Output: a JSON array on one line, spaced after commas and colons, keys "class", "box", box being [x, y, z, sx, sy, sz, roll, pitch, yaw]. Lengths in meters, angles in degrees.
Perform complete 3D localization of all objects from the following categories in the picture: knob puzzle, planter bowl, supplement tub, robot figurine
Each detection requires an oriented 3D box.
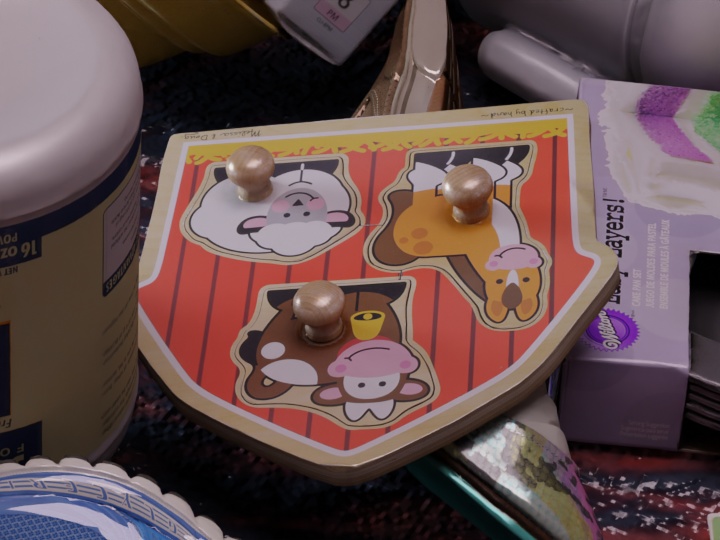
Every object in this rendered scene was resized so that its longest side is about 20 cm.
[{"class": "knob puzzle", "box": [0.000, 0.000, 1.088, 0.218, 0.031, 0.220, -6, 41, 5]}, {"class": "planter bowl", "box": [-0.129, -0.148, 1.274, 0.083, 0.200, 0.201, -43, 48, 7]}, {"class": "supplement tub", "box": [-0.151, 0.002, 1.034, 0.144, 0.201, 0.145, 3, 39, -2]}, {"class": "robot figurine", "box": [0.122, -0.143, 1.300, 0.199, 0.113, 0.170, 26, 80, 24]}]

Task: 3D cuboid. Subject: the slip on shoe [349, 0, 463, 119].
[{"class": "slip on shoe", "box": [0.011, -0.048, 1.217, 0.060, 0.076, 0.201, -4, 45, 9]}]

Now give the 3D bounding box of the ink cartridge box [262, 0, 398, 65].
[{"class": "ink cartridge box", "box": [0.020, -0.204, 1.299, 0.057, 0.200, 0.163, 34, 12, -28]}]

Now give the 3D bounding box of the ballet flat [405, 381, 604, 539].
[{"class": "ballet flat", "box": [0.024, 0.050, 1.091, 0.199, 0.069, 0.071, 27, 74, 29]}]

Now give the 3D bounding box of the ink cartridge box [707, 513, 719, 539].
[{"class": "ink cartridge box", "box": [0.193, 0.173, 0.981, 0.144, 0.048, 0.201, 3, 40, -2]}]

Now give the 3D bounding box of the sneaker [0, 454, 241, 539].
[{"class": "sneaker", "box": [-0.072, 0.129, 0.982, 0.199, 0.079, 0.089, 15, 42, 5]}]

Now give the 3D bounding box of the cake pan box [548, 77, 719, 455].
[{"class": "cake pan box", "box": [0.172, 0.003, 1.181, 0.183, 0.053, 0.201, 5, 40, 5]}]
